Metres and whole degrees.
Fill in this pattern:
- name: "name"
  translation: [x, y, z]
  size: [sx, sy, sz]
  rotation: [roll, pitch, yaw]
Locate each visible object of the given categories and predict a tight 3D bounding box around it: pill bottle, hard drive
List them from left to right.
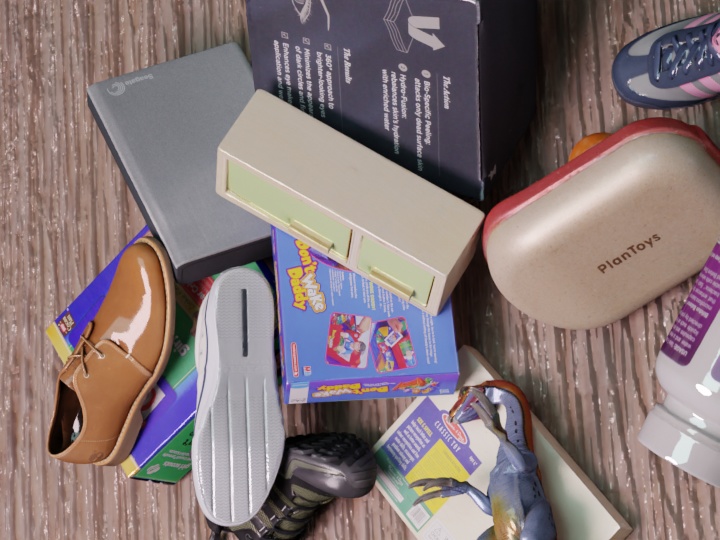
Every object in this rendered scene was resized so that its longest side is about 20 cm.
- name: "hard drive"
  translation: [-0.125, -0.091, 1.800]
  size: [0.139, 0.033, 0.201]
  rotation: [-19, 58, -18]
- name: "pill bottle"
  translation: [0.277, 0.050, 1.545]
  size: [0.112, 0.112, 0.201]
  rotation: [31, 97, 32]

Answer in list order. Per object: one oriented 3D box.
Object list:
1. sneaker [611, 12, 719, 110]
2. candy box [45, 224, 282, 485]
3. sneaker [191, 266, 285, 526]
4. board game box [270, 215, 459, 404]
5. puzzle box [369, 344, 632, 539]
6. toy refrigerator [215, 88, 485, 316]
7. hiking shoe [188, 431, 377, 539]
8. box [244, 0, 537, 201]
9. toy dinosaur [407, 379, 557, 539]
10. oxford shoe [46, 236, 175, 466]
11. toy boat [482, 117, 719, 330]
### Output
- name: "sneaker"
  translation: [0.266, -0.167, 1.612]
  size: [0.199, 0.082, 0.071]
  rotation: [-10, 75, 30]
- name: "candy box"
  translation: [-0.146, 0.051, 1.829]
  size: [0.200, 0.077, 0.169]
  rotation: [-45, 60, 17]
- name: "sneaker"
  translation: [-0.096, 0.100, 1.711]
  size: [0.073, 0.071, 0.201]
  rotation: [7, 80, -11]
- name: "board game box"
  translation: [0.000, 0.000, 1.709]
  size: [0.133, 0.045, 0.201]
  rotation: [-2, 65, -6]
- name: "puzzle box"
  translation: [0.100, 0.172, 1.681]
  size: [0.133, 0.025, 0.200]
  rotation: [-48, 60, 15]
- name: "toy refrigerator"
  translation: [-0.011, -0.049, 1.664]
  size: [0.199, 0.076, 0.070]
  rotation: [29, 66, 8]
- name: "hiking shoe"
  translation: [-0.055, 0.183, 1.749]
  size: [0.199, 0.075, 0.101]
  rotation: [-4, 94, 49]
- name: "box"
  translation: [0.025, -0.182, 1.664]
  size: [0.199, 0.197, 0.118]
  rotation: [18, 49, 20]
- name: "toy dinosaur"
  translation: [0.108, 0.174, 1.633]
  size: [0.105, 0.200, 0.182]
  rotation: [-24, 33, 40]
- name: "oxford shoe"
  translation: [-0.201, 0.068, 1.748]
  size: [0.071, 0.071, 0.201]
  rotation: [32, 111, 42]
- name: "toy boat"
  translation: [0.183, -0.051, 1.636]
  size: [0.199, 0.130, 0.131]
  rotation: [-32, 35, 22]
